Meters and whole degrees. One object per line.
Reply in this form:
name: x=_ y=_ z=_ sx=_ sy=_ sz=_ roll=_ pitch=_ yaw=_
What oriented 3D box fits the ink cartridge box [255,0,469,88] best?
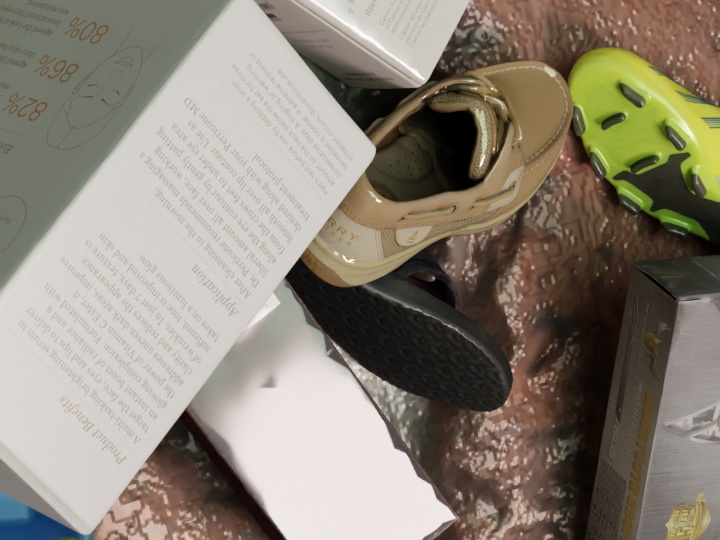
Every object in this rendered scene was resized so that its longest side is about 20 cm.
ink cartridge box: x=-0.030 y=-0.196 z=1.267 sx=0.200 sy=0.083 sz=0.147 roll=33 pitch=79 yaw=-24

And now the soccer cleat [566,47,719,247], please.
soccer cleat: x=0.183 y=-0.054 z=1.399 sx=0.200 sy=0.065 sz=0.084 roll=36 pitch=49 yaw=-19

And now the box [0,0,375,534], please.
box: x=-0.121 y=-0.018 z=1.130 sx=0.200 sy=0.152 sz=0.106 roll=-53 pitch=129 yaw=-15

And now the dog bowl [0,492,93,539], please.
dog bowl: x=-0.170 y=0.126 z=1.233 sx=0.111 sy=0.050 sz=0.201 roll=2 pitch=91 yaw=-26

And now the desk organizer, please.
desk organizer: x=-0.049 y=0.053 z=1.267 sx=0.072 sy=0.077 sz=0.200 roll=-39 pitch=108 yaw=-10

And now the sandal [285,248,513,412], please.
sandal: x=0.000 y=-0.001 z=1.300 sx=0.200 sy=0.075 sz=0.048 roll=36 pitch=60 yaw=-23

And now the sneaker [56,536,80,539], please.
sneaker: x=-0.080 y=0.181 z=1.223 sx=0.200 sy=0.083 sz=0.077 roll=53 pitch=46 yaw=-58

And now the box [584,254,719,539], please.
box: x=0.196 y=0.089 z=1.370 sx=0.158 sy=0.048 sz=0.201 roll=-4 pitch=116 yaw=-26

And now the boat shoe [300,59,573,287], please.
boat shoe: x=0.047 y=-0.055 z=1.285 sx=0.071 sy=0.065 sz=0.200 roll=49 pitch=43 yaw=4
